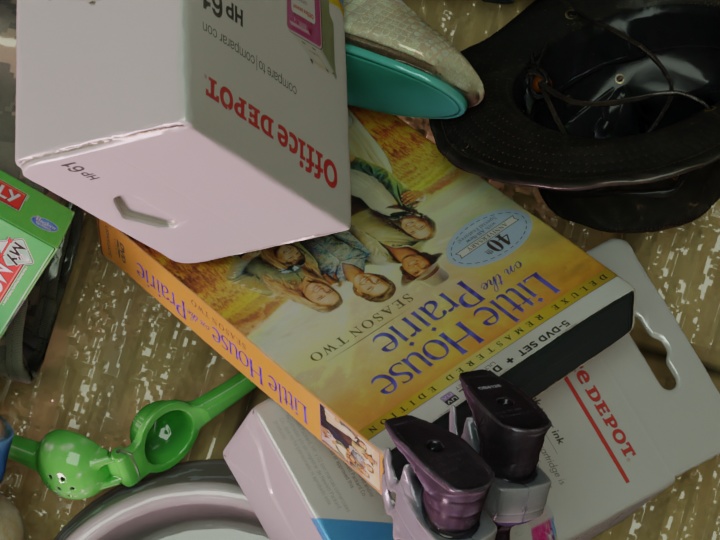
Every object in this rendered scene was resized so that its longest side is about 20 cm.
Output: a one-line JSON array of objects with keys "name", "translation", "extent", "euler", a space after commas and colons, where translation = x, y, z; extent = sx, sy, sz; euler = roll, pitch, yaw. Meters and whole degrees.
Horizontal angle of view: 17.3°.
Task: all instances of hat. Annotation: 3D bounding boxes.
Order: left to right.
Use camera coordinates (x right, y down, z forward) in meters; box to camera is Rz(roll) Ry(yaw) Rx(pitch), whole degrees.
[{"name": "hat", "translation": [0.134, -0.068, 1.076], "extent": [0.200, 0.201, 0.081], "euler": [-19, 122, 2]}]

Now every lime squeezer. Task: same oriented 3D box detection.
[{"name": "lime squeezer", "translation": [-0.109, 0.073, 1.104], "extent": [0.200, 0.071, 0.038], "euler": [-15, 115, 3]}]

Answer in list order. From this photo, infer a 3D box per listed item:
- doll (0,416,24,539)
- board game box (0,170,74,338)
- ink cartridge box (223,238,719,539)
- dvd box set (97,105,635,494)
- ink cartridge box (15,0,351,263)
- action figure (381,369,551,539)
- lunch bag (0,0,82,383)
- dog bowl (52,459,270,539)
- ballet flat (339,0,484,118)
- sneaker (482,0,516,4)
[{"name": "doll", "translation": [-0.217, 0.065, 1.037], "extent": [0.136, 0.200, 0.049], "euler": [-12, 43, 37]}, {"name": "board game box", "translation": [-0.228, 0.012, 1.051], "extent": [0.134, 0.029, 0.200], "euler": [30, 129, -11]}, {"name": "ink cartridge box", "translation": [0.056, 0.079, 1.057], "extent": [0.200, 0.068, 0.115], "euler": [-25, 76, -23]}, {"name": "dvd box set", "translation": [0.000, 0.000, 1.041], "extent": [0.146, 0.029, 0.200], "euler": [-31, 50, -26]}, {"name": "ink cartridge box", "translation": [-0.071, -0.119, 0.981], "extent": [0.084, 0.144, 0.200], "euler": [-9, 71, 25]}, {"name": "action figure", "translation": [0.037, 0.147, 0.954], "extent": [0.069, 0.130, 0.200], "euler": [30, 124, 43]}, {"name": "lunch bag", "translation": [-0.211, -0.053, 1.087], "extent": [0.164, 0.118, 0.200], "euler": [14, 117, 2]}, {"name": "dog bowl", "translation": [-0.070, 0.185, 1.084], "extent": [0.200, 0.059, 0.201], "euler": [0, 84, 5]}, {"name": "ballet flat", "translation": [-0.028, -0.115, 1.084], "extent": [0.200, 0.067, 0.062], "euler": [11, 69, 30]}, {"name": "sneaker", "translation": [0.010, -0.178, 1.122], "extent": [0.199, 0.075, 0.085], "euler": [8, 65, 5]}]
